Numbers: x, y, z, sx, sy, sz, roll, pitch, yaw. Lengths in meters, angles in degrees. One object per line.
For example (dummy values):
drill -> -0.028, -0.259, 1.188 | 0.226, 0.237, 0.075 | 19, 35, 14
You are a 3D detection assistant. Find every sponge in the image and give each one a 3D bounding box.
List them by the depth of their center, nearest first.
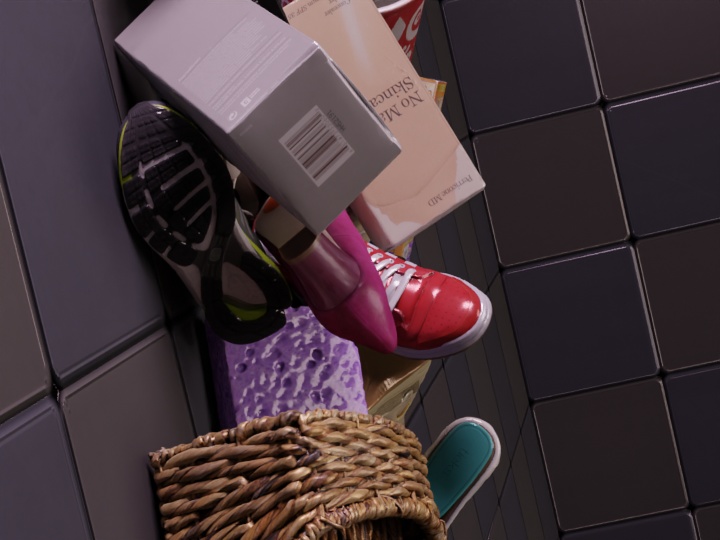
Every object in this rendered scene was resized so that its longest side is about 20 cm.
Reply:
sponge -> -0.044, 0.125, 1.364 | 0.030, 0.111, 0.202 | -31, -116, 55

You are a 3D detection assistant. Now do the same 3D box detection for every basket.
basket -> -0.022, 0.180, 1.203 | 0.200, 0.142, 0.150 | 30, 46, -61

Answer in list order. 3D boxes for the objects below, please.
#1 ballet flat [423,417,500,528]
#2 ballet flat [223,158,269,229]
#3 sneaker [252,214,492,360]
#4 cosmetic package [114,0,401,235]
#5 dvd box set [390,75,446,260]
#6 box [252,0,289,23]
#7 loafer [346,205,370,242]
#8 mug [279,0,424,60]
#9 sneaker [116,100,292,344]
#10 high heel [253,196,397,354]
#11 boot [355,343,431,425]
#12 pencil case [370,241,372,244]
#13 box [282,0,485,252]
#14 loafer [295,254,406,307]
ballet flat -> 0.038, 0.199, 1.513 | 0.069, 0.200, 0.069 | 43, -3, 3
ballet flat -> -0.097, -0.085, 1.448 | 0.200, 0.068, 0.072 | 62, 38, -59
sneaker -> 0.000, 0.000, 1.428 | 0.072, 0.199, 0.113 | -59, 136, -17
cosmetic package -> -0.070, -0.115, 1.250 | 0.107, 0.090, 0.200 | 47, -2, -38
dvd box set -> 0.040, -0.072, 1.703 | 0.146, 0.029, 0.202 | -51, 153, -82
box -> -0.130, -0.281, 1.363 | 0.194, 0.047, 0.200 | 57, -3, 34
loafer -> -0.017, -0.048, 1.606 | 0.200, 0.075, 0.069 | -51, 145, -65
mug -> -0.027, -0.196, 1.651 | 0.133, 0.177, 0.201 | 45, -25, 21
sneaker -> -0.115, -0.038, 1.295 | 0.081, 0.073, 0.201 | 56, -8, 49
high heel -> -0.022, -0.007, 1.343 | 0.096, 0.067, 0.200 | 50, 12, -19
boot -> -0.025, 0.144, 1.492 | 0.199, 0.072, 0.157 | -31, 141, -48
pencil case -> -0.012, -0.041, 1.792 | 0.200, 0.087, 0.089 | 46, 33, -67
box -> 0.005, -0.122, 1.495 | 0.201, 0.095, 0.078 | 57, -8, 0
loafer -> -0.021, 0.019, 1.603 | 0.200, 0.070, 0.069 | 167, -87, -68
